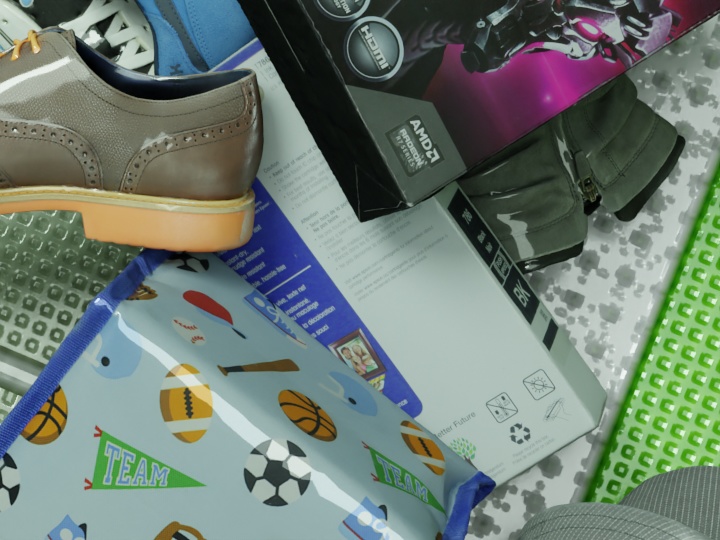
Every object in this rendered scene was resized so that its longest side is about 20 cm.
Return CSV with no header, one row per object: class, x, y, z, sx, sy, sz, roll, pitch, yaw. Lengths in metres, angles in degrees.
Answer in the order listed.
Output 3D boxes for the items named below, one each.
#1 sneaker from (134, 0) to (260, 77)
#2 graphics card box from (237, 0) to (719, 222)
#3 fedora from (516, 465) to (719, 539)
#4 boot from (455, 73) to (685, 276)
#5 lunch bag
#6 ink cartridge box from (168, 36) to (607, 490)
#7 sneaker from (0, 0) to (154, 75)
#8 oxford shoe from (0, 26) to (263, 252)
sneaker,-0.102,-0.161,1.136,0.078,0.066,0.201,-34,86,10
graphics card box,0.054,-0.120,1.114,0.199,0.051,0.126,-31,98,-24
fedora,0.149,0.151,1.134,0.200,0.177,0.090,42,55,6
boot,0.091,-0.096,1.200,0.200,0.068,0.131,-43,107,-21
lunch bag,-0.074,0.113,1.133,0.170,0.124,0.200,38,111,2
ink cartridge box,0.000,0.000,1.152,0.099,0.039,0.200,-31,102,21
sneaker,-0.112,-0.090,1.187,0.072,0.072,0.200,-43,87,-7
oxford shoe,-0.134,-0.058,1.093,0.199,0.071,0.073,7,108,-11
